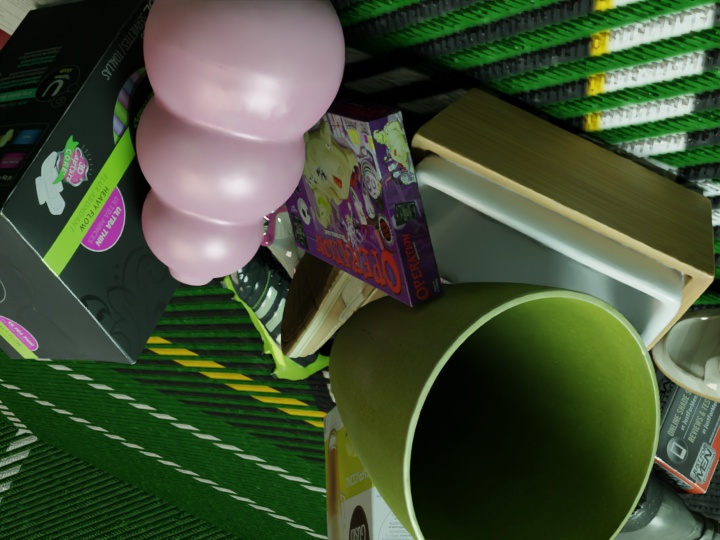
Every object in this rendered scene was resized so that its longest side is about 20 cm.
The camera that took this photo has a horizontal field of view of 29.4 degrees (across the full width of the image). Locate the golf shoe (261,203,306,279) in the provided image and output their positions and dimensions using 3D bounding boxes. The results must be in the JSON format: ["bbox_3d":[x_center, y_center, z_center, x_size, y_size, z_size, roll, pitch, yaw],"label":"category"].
[{"bbox_3d":[-0.048,-0.038,1.114,0.200,0.075,0.092,49,-172,-35],"label":"golf shoe"}]

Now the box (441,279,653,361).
[{"bbox_3d":[0.120,0.024,1.083,0.199,0.039,0.136,37,158,-22],"label":"box"}]

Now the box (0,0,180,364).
[{"bbox_3d":[-0.187,-0.061,0.916,0.123,0.201,0.149,-2,139,35],"label":"box"}]

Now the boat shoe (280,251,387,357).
[{"bbox_3d":[0.000,0.000,1.038,0.066,0.075,0.201,15,133,-23],"label":"boat shoe"}]

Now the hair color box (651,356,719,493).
[{"bbox_3d":[0.215,0.125,1.111,0.061,0.102,0.200,34,160,-14],"label":"hair color box"}]

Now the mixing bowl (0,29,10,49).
[{"bbox_3d":[-0.359,-0.162,1.169,0.198,0.109,0.201,24,160,9],"label":"mixing bowl"}]

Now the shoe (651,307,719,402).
[{"bbox_3d":[0.287,0.055,0.897,0.198,0.071,0.053,8,158,25],"label":"shoe"}]

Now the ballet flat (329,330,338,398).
[{"bbox_3d":[-0.030,0.090,1.402,0.198,0.075,0.074,25,160,10],"label":"ballet flat"}]

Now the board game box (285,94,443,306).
[{"bbox_3d":[-0.011,-0.056,0.913,0.200,0.032,0.121,25,137,64],"label":"board game box"}]

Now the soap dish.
[{"bbox_3d":[0.123,-0.027,0.893,0.198,0.082,0.158,26,160,6],"label":"soap dish"}]

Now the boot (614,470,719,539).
[{"bbox_3d":[0.198,0.197,1.072,0.130,0.068,0.199,33,162,-26],"label":"boot"}]

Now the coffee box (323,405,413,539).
[{"bbox_3d":[0.082,0.217,1.270,0.197,0.201,0.200,2,164,-12],"label":"coffee box"}]

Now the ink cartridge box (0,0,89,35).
[{"bbox_3d":[-0.177,-0.206,0.936,0.161,0.057,0.200,32,142,-9],"label":"ink cartridge box"}]

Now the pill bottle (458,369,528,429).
[{"bbox_3d":[0.119,0.096,1.035,0.112,0.113,0.199,41,155,-32],"label":"pill bottle"}]

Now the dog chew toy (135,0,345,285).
[{"bbox_3d":[-0.083,-0.087,0.847,0.123,0.202,0.125,15,-162,-5],"label":"dog chew toy"}]

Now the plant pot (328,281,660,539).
[{"bbox_3d":[0.062,0.083,0.902,0.187,0.188,0.199,39,173,-29],"label":"plant pot"}]

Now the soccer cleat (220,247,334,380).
[{"bbox_3d":[-0.080,0.021,1.317,0.080,0.068,0.201,-21,126,7],"label":"soccer cleat"}]
